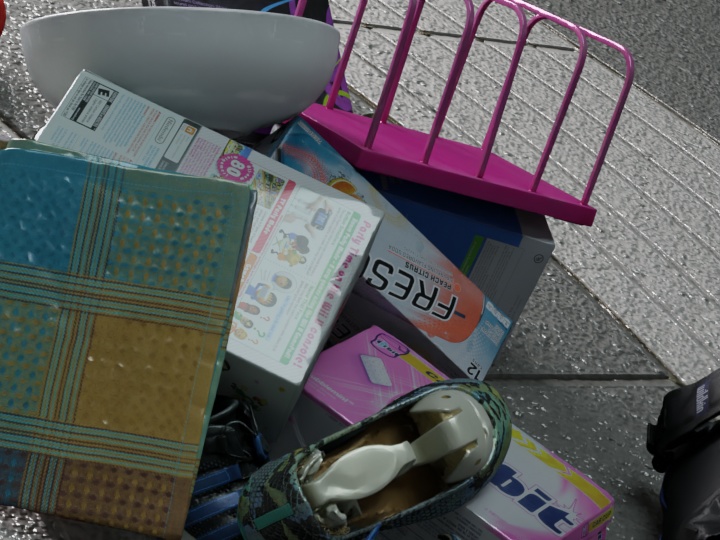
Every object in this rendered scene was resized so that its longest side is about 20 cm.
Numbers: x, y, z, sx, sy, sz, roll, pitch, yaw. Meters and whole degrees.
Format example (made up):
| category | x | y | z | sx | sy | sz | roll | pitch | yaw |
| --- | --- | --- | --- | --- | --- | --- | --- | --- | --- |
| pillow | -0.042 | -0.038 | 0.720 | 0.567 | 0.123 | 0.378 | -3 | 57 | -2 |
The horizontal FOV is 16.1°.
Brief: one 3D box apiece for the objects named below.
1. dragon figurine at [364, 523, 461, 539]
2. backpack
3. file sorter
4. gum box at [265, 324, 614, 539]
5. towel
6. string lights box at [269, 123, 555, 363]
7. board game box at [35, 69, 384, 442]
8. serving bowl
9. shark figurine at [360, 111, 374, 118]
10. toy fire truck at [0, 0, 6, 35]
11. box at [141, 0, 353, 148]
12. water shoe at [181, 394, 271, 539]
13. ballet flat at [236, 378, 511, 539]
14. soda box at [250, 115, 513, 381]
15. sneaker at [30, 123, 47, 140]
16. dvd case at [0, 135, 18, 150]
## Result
| category | x | y | z | sx | sy | sz | roll | pitch | yaw |
| --- | --- | --- | --- | --- | --- | --- | --- | --- | --- |
| dragon figurine | 0.004 | 0.177 | 1.341 | 0.099 | 0.059 | 0.201 | 35 | 42 | -10 |
| backpack | 0.282 | 0.132 | 1.565 | 0.154 | 0.191 | 0.200 | 36 | 23 | -15 |
| file sorter | 0.061 | -0.126 | 1.685 | 0.199 | 0.126 | 0.139 | 13 | 12 | -35 |
| gum box | 0.045 | 0.125 | 1.502 | 0.199 | 0.066 | 0.113 | 35 | 29 | 19 |
| towel | -0.145 | 0.036 | 1.375 | 0.146 | 0.201 | 0.022 | 12 | -16 | -3 |
| string lights box | 0.018 | -0.017 | 1.706 | 0.199 | 0.103 | 0.059 | 17 | 28 | -18 |
| board game box | -0.105 | -0.011 | 1.463 | 0.199 | 0.064 | 0.148 | 26 | 49 | 2 |
| serving bowl | -0.111 | -0.117 | 1.578 | 0.198 | 0.066 | 0.200 | 0 | -2 | 0 |
| shark figurine | -0.011 | -0.070 | 1.814 | 0.213 | 0.090 | 0.129 | 8 | 58 | -8 |
| toy fire truck | -0.308 | -0.163 | 1.730 | 0.199 | 0.049 | 0.141 | -4 | 31 | -47 |
| box | -0.079 | -0.156 | 1.755 | 0.142 | 0.036 | 0.201 | 9 | 52 | -33 |
| water shoe | -0.075 | 0.114 | 1.399 | 0.199 | 0.079 | 0.072 | 28 | 26 | 4 |
| ballet flat | 0.024 | 0.105 | 1.388 | 0.199 | 0.075 | 0.074 | -26 | 54 | -37 |
| soda box | 0.000 | 0.000 | 1.602 | 0.200 | 0.068 | 0.064 | 43 | 49 | -14 |
| sneaker | -0.131 | -0.010 | 1.570 | 0.200 | 0.088 | 0.076 | 36 | 58 | -8 |
| dvd case | -0.212 | -0.075 | 1.636 | 0.199 | 0.016 | 0.148 | 10 | 2 | -27 |
